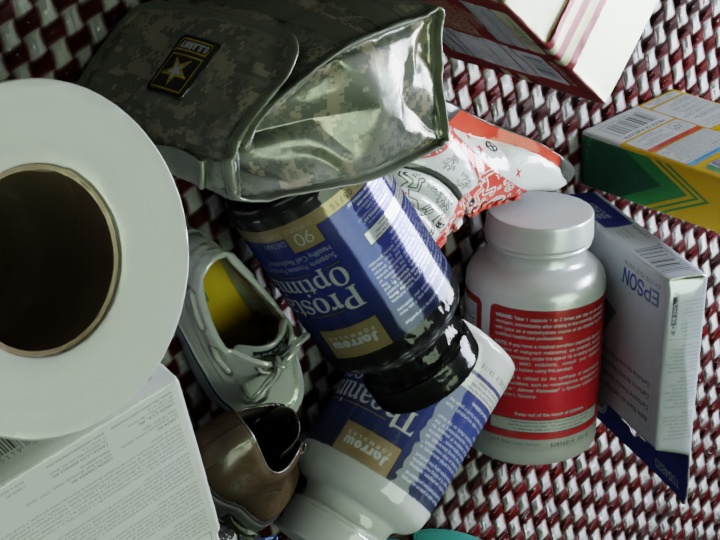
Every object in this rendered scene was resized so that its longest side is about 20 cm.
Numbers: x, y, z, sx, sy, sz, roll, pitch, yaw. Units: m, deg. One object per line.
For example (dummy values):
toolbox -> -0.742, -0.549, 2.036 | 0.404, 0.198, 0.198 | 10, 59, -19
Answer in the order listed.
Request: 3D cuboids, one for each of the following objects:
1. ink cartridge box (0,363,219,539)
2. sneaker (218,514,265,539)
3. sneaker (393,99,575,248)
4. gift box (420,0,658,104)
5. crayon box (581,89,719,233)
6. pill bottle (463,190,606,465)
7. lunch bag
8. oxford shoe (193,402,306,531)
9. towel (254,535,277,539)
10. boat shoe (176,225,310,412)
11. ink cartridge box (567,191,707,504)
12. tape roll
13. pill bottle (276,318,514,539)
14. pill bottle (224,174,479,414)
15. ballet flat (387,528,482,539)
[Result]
ink cartridge box -> -0.166, 0.168, 1.317 | 0.161, 0.050, 0.200 | -31, 133, -24
sneaker -> -0.121, 0.209, 1.505 | 0.089, 0.077, 0.200 | -49, 160, 2
sneaker -> 0.075, -0.063, 1.629 | 0.201, 0.067, 0.108 | 19, 92, -46
gift box -> 0.135, -0.241, 1.518 | 0.185, 0.200, 0.187 | 36, 78, -54
crayon box -> 0.296, -0.084, 1.760 | 0.126, 0.200, 0.052 | -25, 125, -38
pill bottle -> 0.138, 0.044, 1.711 | 0.112, 0.112, 0.200 | -21, 122, -41
lunch bag -> -0.069, -0.113, 1.368 | 0.200, 0.164, 0.118 | -27, 123, -39
oxford shoe -> -0.068, 0.134, 1.506 | 0.084, 0.073, 0.200 | -35, 169, 7
towel -> -0.134, 0.246, 1.466 | 0.145, 0.024, 0.200 | -10, 150, -24
boat shoe -> -0.073, 0.048, 1.499 | 0.075, 0.086, 0.202 | -48, 136, -22
ink cartridge box -> 0.211, 0.061, 1.741 | 0.041, 0.200, 0.200 | -7, 113, -19
tape roll -> -0.218, -0.007, 1.233 | 0.202, 0.139, 0.203 | -1, 91, -38
pill bottle -> 0.022, 0.128, 1.622 | 0.200, 0.111, 0.111 | -58, 139, -11
pill bottle -> 0.000, 0.000, 1.503 | 0.112, 0.112, 0.200 | -46, 119, -24
ballet flat -> 0.036, 0.248, 1.744 | 0.200, 0.071, 0.065 | 11, 126, -47
